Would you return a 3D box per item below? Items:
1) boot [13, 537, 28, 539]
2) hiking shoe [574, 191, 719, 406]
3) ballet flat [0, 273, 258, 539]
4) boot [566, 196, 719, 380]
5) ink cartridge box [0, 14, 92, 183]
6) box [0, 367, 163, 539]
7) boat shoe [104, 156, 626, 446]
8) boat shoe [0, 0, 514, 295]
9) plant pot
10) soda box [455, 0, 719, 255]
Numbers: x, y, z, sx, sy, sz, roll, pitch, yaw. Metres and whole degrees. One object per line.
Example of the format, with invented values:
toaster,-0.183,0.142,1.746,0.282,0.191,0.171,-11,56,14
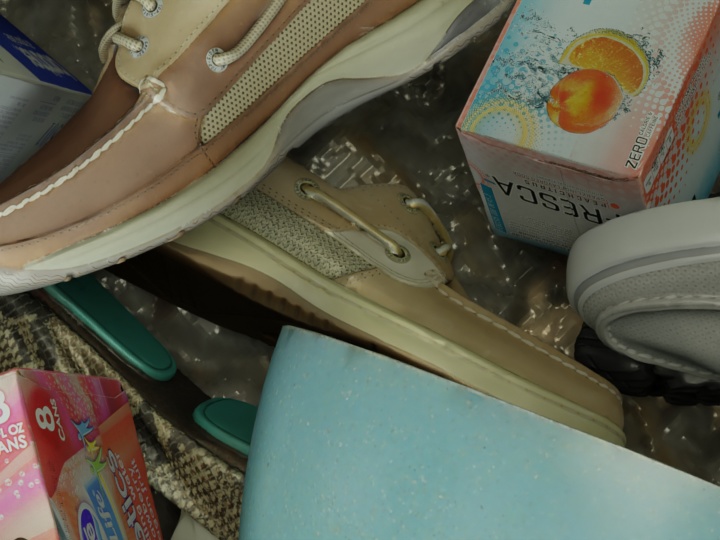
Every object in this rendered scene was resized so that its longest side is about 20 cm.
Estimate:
boot,-0.031,0.174,0.702,0.145,0.070,0.201,15,120,22
hiking shoe,0.167,-0.009,0.892,0.198,0.076,0.101,0,83,-2
ballet flat,-0.065,0.056,0.880,0.199,0.068,0.076,33,102,8
boot,0.154,0.038,0.804,0.199,0.074,0.096,3,63,12
ink cartridge box,-0.143,-0.069,0.820,0.094,0.200,0.044,39,94,4
box,-0.160,0.104,0.816,0.199,0.095,0.103,-17,80,12
boat shoe,0.000,0.000,0.885,0.199,0.072,0.065,26,70,8
boat shoe,-0.046,-0.062,0.828,0.200,0.076,0.072,-35,104,-24
plant pot,0.048,0.114,0.751,0.199,0.200,0.136,21,87,1
soda box,0.102,-0.101,0.883,0.063,0.068,0.201,17,66,23
